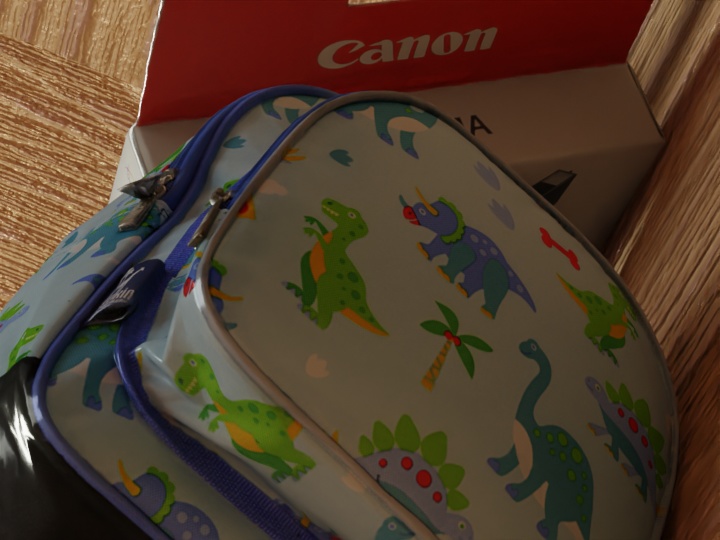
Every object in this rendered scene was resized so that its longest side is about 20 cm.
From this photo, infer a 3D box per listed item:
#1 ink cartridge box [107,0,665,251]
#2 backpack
[{"bbox_3d":[0.015,-0.048,0.793,0.177,0.198,0.045,112,142,-54],"label":"ink cartridge box"},{"bbox_3d":[-0.004,0.044,0.600,0.147,0.183,0.200,-39,15,33],"label":"backpack"}]
